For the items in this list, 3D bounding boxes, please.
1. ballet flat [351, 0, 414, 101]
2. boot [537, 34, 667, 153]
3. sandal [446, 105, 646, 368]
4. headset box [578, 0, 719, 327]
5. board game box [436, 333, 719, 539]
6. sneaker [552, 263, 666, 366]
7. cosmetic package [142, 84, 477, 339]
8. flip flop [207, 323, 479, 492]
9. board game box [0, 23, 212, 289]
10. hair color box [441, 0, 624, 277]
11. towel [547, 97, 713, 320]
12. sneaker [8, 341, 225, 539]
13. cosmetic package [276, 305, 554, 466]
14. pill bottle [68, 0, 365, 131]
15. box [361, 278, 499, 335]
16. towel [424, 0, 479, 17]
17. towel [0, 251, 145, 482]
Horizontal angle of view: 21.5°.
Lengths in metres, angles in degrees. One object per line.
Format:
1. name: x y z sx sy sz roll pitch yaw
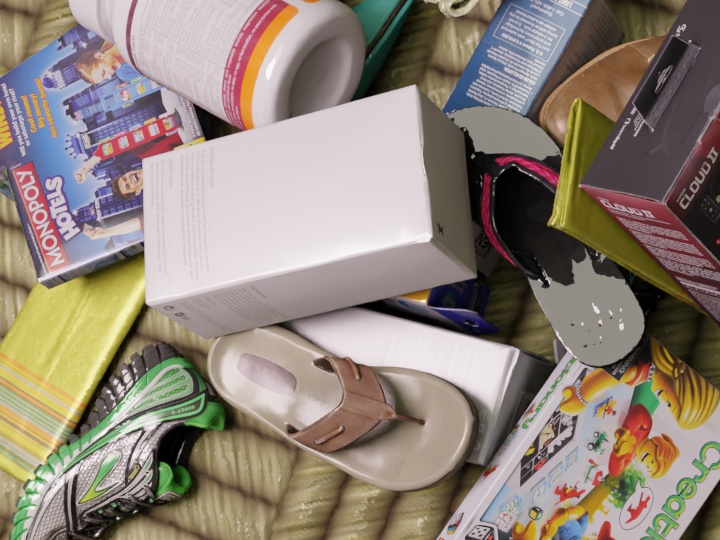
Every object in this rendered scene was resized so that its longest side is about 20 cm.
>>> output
1. ballet flat: -0.030 -0.129 1.365 0.070 0.067 0.201 25 90 4
2. boot: 0.209 -0.131 1.237 0.199 0.075 0.074 -23 81 -8
3. sandal: 0.114 -0.030 1.201 0.075 0.045 0.200 -36 69 10
4. headset box: 0.235 -0.065 1.160 0.077 0.200 0.149 16 72 52
5. board game box: 0.149 0.140 1.217 0.126 0.035 0.200 37 83 -12
6. sneaker: 0.179 -0.006 1.261 0.079 0.075 0.201 11 82 19
7. cosmetic package: -0.034 -0.034 1.204 0.199 0.085 0.108 -11 67 21
8. flip flop: -0.018 0.083 1.215 0.199 0.058 0.081 23 90 24
9. board game box: -0.211 -0.088 1.408 0.199 0.062 0.201 -21 69 4
10. hair color box: 0.100 -0.103 1.297 0.060 0.100 0.201 29 90 22
11. towel: 0.187 -0.032 1.201 0.018 0.200 0.087 -8 65 42
12. sneaker: -0.177 0.152 1.363 0.085 0.078 0.200 39 94 22
13. cosmetic package: 0.019 0.072 1.290 0.199 0.107 0.091 17 88 21
14. pill bottle: -0.103 -0.171 1.320 0.200 0.109 0.110 30 91 28
15. box: 0.000 0.000 1.305 0.199 0.119 0.042 12 83 22
16. towel: 0.100 -0.246 1.300 0.148 0.037 0.200 -33 25 13
17. towel: -0.225 0.059 1.427 0.086 0.018 0.201 29 89 19
